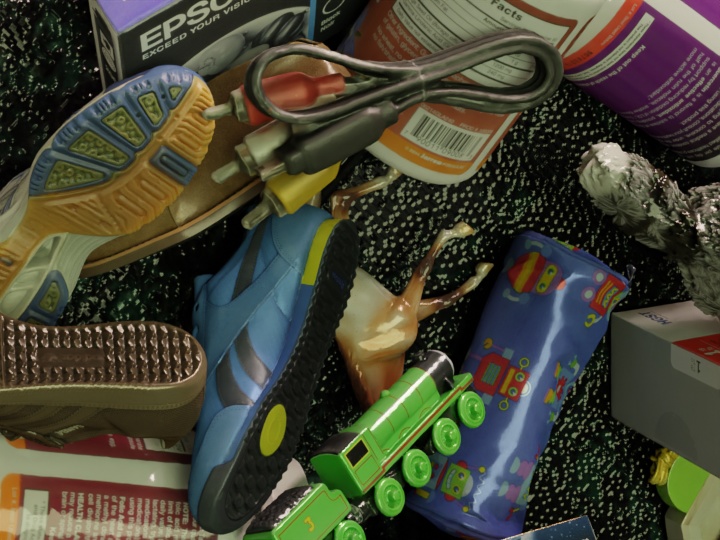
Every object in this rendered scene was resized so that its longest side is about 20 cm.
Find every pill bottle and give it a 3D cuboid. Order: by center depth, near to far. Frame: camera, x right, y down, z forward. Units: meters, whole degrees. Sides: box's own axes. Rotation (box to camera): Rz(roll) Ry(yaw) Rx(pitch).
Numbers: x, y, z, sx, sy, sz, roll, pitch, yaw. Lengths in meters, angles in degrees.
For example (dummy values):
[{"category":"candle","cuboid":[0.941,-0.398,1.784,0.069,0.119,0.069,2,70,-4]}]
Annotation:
[{"category":"pill bottle","cuboid":[0.072,-0.155,1.131,0.112,0.112,0.200,21,124,-24]},{"category":"pill bottle","cuboid":[-0.137,0.144,1.131,0.199,0.114,0.115,9,94,-24]},{"category":"pill bottle","cuboid":[0.200,-0.139,1.235,0.200,0.112,0.113,31,85,-24]}]

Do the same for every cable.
[{"category":"cable","cuboid":[0.009,-0.100,1.062,0.200,0.050,0.097,-26,118,-15]}]

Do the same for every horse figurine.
[{"category":"horse figurine","cuboid":[0.000,0.000,1.204,0.200,0.050,0.133,45,78,-25]}]

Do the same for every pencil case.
[{"category":"pencil case","cuboid":[0.099,0.075,1.244,0.201,0.078,0.087,-66,154,-3]}]

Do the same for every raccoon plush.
[{"category":"raccoon plush","cuboid":[0.245,-0.053,1.209,0.200,0.097,0.134,42,62,-20]}]

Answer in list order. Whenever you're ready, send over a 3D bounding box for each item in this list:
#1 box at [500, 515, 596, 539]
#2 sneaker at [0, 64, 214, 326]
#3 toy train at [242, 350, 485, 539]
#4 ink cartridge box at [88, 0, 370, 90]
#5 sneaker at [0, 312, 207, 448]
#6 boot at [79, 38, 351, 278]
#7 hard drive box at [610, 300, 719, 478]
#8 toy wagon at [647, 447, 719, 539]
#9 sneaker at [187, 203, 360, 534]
[{"category":"box","cuboid":[0.032,0.206,1.192,0.199,0.137,0.038,-12,72,-26]},{"category":"sneaker","cuboid":[-0.162,-0.045,1.083,0.200,0.088,0.075,-44,118,12]},{"category":"toy train","cuboid":[0.005,0.114,1.140,0.200,0.042,0.057,-43,108,-41]},{"category":"ink cartridge box","cuboid":[-0.058,-0.168,1.083,0.198,0.200,0.043,-34,71,-15]},{"category":"sneaker","cuboid":[-0.183,0.065,1.047,0.199,0.071,0.076,7,135,-5]},{"category":"boot","cuboid":[-0.089,-0.063,1.124,0.200,0.074,0.076,-30,100,12]},{"category":"hard drive box","cuboid":[0.286,0.068,1.277,0.199,0.156,0.077,-9,106,-23]},{"category":"toy wagon","cuboid":[0.268,0.166,1.351,0.200,0.040,0.155,33,84,-23]},{"category":"sneaker","cuboid":[-0.067,0.052,1.115,0.066,0.078,0.201,62,43,-60]}]
